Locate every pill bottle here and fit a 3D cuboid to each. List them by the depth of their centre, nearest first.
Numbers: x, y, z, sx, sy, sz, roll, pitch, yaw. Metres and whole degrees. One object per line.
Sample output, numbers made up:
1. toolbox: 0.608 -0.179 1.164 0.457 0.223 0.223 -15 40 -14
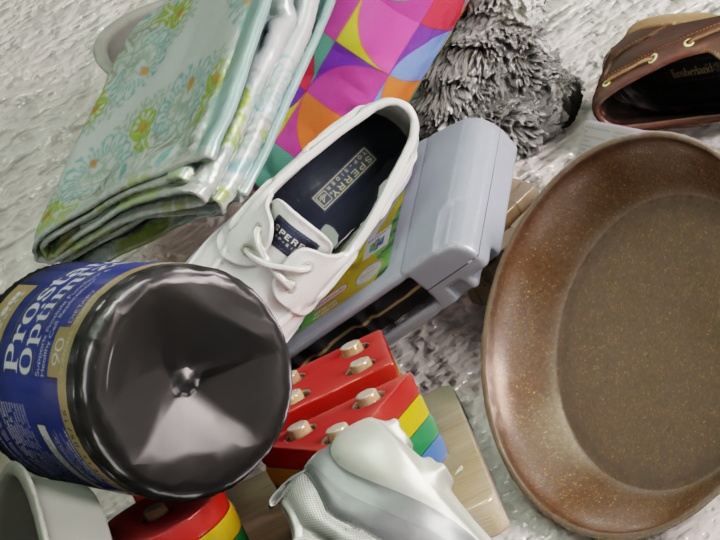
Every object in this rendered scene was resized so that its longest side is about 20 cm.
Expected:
1. pill bottle: -0.124 0.051 1.328 0.112 0.112 0.200 -42 19 -22

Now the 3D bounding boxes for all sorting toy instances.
1. sorting toy: -0.042 0.110 1.343 0.200 0.070 0.199 -25 14 2

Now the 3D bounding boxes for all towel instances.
1. towel: -0.097 -0.097 1.519 0.171 0.048 0.200 -21 38 47

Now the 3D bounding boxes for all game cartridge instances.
1. game cartridge: 0.000 0.000 1.490 0.200 0.040 0.133 -35 22 31

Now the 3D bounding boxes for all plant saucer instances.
1. plant saucer: 0.141 0.033 1.329 0.200 0.037 0.200 -13 72 45

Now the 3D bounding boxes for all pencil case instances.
1. pencil case: 0.000 -0.127 1.554 0.200 0.088 0.088 -59 29 16

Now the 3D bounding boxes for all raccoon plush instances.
1. raccoon plush: 0.047 -0.123 1.599 0.200 0.134 0.097 -38 35 -17

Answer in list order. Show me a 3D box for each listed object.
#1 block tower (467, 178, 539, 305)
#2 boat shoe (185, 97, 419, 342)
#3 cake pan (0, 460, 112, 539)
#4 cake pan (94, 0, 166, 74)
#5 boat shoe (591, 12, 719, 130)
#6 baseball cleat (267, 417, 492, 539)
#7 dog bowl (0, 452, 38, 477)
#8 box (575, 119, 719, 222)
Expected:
1. block tower: 0.133 0.001 1.440 0.200 0.058 0.054 18 54 46
2. boat shoe: -0.041 -0.015 1.423 0.200 0.074 0.065 -55 -1 -17
3. cake pan: -0.140 0.187 1.267 0.037 0.200 0.200 -3 29 -16
4. cake pan: -0.066 -0.131 1.712 0.200 0.037 0.200 -2 25 1
5. boat shoe: 0.223 -0.114 1.525 0.200 0.070 0.070 -12 28 36
6. baseball cleat: 0.039 0.162 1.210 0.106 0.070 0.200 -40 73 -7
7. dog bowl: -0.247 0.091 1.449 0.079 0.200 0.200 -11 36 19
8. box: 0.165 -0.050 1.435 0.200 0.039 0.041 -160 86 -72
